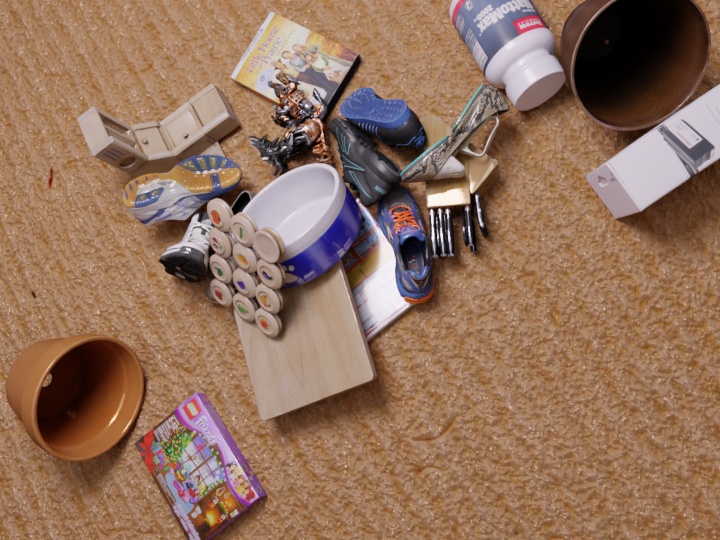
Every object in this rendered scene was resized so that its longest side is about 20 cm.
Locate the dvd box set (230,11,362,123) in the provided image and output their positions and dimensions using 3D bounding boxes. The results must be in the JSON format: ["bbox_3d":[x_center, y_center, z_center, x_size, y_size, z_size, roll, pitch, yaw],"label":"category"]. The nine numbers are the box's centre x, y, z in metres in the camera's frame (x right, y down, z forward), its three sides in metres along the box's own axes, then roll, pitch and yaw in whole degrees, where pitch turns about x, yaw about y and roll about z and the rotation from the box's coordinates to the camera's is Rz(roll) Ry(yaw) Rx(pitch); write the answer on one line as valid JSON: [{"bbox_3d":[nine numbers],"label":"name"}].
[{"bbox_3d":[-0.116,-0.359,1.212,0.199,0.029,0.147,31,87,18],"label":"dvd box set"}]

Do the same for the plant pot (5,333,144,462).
[{"bbox_3d":[-0.479,0.193,1.113,0.139,0.200,0.202,10,80,33],"label":"plant pot"}]

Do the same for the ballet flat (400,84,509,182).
[{"bbox_3d":[0.150,-0.190,1.024,0.075,0.068,0.200,43,88,4],"label":"ballet flat"}]

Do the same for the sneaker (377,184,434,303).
[{"bbox_3d":[0.077,-0.053,1.058,0.075,0.079,0.202,-13,68,-7],"label":"sneaker"}]

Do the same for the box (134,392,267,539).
[{"bbox_3d":[-0.260,0.320,1.096,0.137,0.039,0.200,-39,71,3],"label":"box"}]

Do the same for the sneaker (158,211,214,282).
[{"bbox_3d":[-0.273,-0.051,1.110,0.075,0.200,0.116,22,77,-15],"label":"sneaker"}]

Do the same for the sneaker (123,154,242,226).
[{"bbox_3d":[-0.293,-0.132,1.151,0.198,0.088,0.076,-14,59,-1],"label":"sneaker"}]

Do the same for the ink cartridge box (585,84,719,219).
[{"bbox_3d":[0.436,-0.165,0.958,0.199,0.145,0.085,-34,85,6],"label":"ink cartridge box"}]

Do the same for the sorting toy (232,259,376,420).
[{"bbox_3d":[-0.082,0.107,1.068,0.197,0.070,0.202,-23,72,18],"label":"sorting toy"}]

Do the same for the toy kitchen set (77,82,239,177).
[{"bbox_3d":[-0.320,-0.218,1.155,0.199,0.180,0.164,-33,73,10],"label":"toy kitchen set"}]

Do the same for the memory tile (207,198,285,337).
[{"bbox_3d":[-0.172,0.001,1.010,0.153,0.201,0.017,30,44,25],"label":"memory tile"}]

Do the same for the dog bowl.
[{"bbox_3d":[-0.100,-0.071,1.068,0.199,0.079,0.201,-22,38,19],"label":"dog bowl"}]

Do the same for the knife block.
[{"bbox_3d":[0.129,-0.122,1.077,0.200,0.064,0.176,42,90,19],"label":"knife block"}]

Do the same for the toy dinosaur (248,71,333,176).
[{"bbox_3d":[-0.106,-0.228,1.138,0.135,0.102,0.201,-30,70,9],"label":"toy dinosaur"}]

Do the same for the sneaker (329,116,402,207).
[{"bbox_3d":[-0.009,-0.181,1.105,0.080,0.075,0.200,-54,43,20],"label":"sneaker"}]

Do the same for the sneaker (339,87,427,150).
[{"bbox_3d":[0.035,-0.242,1.109,0.070,0.078,0.200,-45,35,-3],"label":"sneaker"}]

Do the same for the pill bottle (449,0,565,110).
[{"bbox_3d":[0.236,-0.361,1.073,0.119,0.120,0.201,-29,73,7],"label":"pill bottle"}]

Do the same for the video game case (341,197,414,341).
[{"bbox_3d":[0.000,0.000,1.109,0.143,0.017,0.201,-38,72,4],"label":"video game case"}]

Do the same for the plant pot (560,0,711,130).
[{"bbox_3d":[0.366,-0.326,0.985,0.186,0.188,0.201,-22,29,9],"label":"plant pot"}]

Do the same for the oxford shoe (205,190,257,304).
[{"bbox_3d":[-0.222,-0.043,1.147,0.070,0.075,0.202,17,83,16],"label":"oxford shoe"}]
